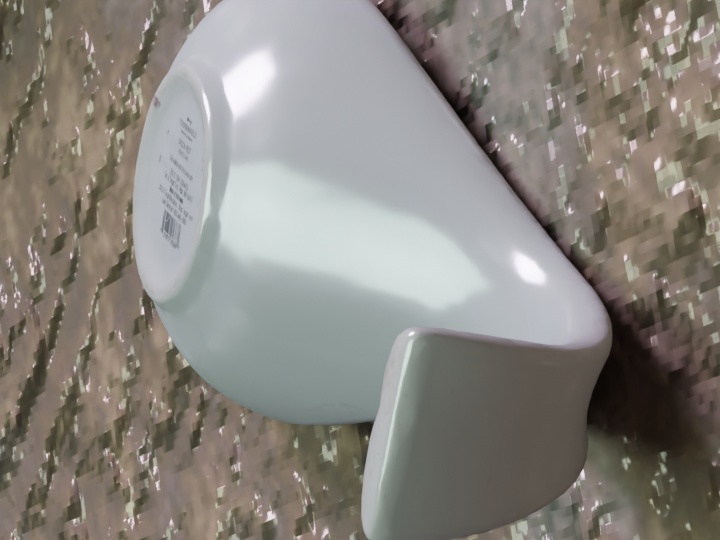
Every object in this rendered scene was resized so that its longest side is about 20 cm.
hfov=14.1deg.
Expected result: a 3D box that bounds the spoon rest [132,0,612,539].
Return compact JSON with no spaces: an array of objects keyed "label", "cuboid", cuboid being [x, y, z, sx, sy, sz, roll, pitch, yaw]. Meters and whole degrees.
[{"label":"spoon rest","cuboid":[0.000,0.000,0.595,0.200,0.060,0.100,-131,50,-63]}]
